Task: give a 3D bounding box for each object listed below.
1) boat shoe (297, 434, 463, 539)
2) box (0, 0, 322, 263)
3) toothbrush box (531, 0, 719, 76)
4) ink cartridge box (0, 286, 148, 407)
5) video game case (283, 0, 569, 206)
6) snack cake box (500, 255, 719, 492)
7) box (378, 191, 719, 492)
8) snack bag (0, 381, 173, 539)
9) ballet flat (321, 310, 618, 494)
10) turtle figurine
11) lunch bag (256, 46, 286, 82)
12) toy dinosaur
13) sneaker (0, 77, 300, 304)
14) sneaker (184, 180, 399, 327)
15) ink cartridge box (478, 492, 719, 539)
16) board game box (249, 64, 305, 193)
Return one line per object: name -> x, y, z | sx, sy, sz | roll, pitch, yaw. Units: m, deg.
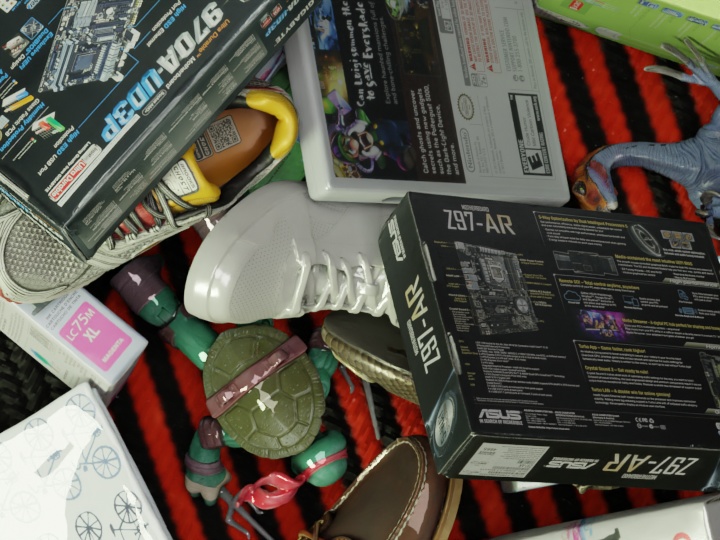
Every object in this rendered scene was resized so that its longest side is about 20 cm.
boat shoe -> -0.013, 0.179, 1.677 | 0.070, 0.070, 0.201 | 20, 106, -31
box -> -0.141, -0.128, 1.581 | 0.159, 0.046, 0.200 | 37, 81, 25
toothbrush box -> 0.213, -0.169, 1.716 | 0.199, 0.146, 0.086 | 19, 84, -2
ink cartridge box -> -0.212, -0.001, 1.681 | 0.200, 0.119, 0.042 | 37, 77, -1
video game case -> 0.031, -0.134, 1.697 | 0.181, 0.023, 0.201 | 2, 72, -38
snack cake box -> 0.173, 0.057, 1.735 | 0.199, 0.067, 0.116 | -10, 85, -5
box -> 0.120, 0.040, 1.605 | 0.199, 0.044, 0.161 | 4, 52, -28
snack bag -> -0.190, 0.188, 1.678 | 0.199, 0.021, 0.189 | -28, 87, 21
ballet flat -> 0.067, 0.077, 1.670 | 0.199, 0.067, 0.047 | 22, 120, 3
turtle figurine -> -0.054, 0.062, 1.705 | 0.149, 0.101, 0.200 | -33, 84, -6
lunch bag -> -0.150, -0.139, 1.688 | 0.200, 0.127, 0.170 | 35, 84, 4
toy dinosaur -> 0.225, -0.045, 1.744 | 0.181, 0.200, 0.105 | 0, 63, 33
sneaker -> -0.121, -0.050, 1.601 | 0.200, 0.082, 0.078 | -34, 104, -15
sneaker -> 0.000, 0.000, 1.642 | 0.115, 0.200, 0.074 | 29, 121, 27
ink cartridge box -> 0.141, 0.213, 1.666 | 0.199, 0.085, 0.148 | -16, 84, 32
board game box -> -0.039, -0.133, 1.754 | 0.105, 0.023, 0.200 | 38, 84, -2
